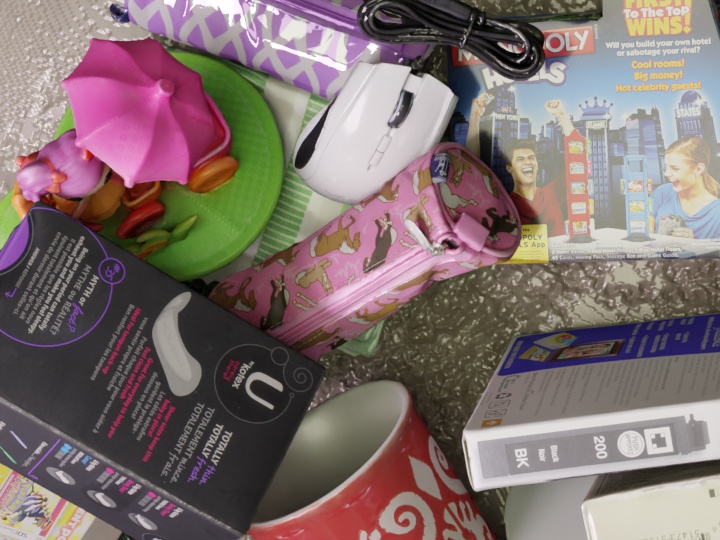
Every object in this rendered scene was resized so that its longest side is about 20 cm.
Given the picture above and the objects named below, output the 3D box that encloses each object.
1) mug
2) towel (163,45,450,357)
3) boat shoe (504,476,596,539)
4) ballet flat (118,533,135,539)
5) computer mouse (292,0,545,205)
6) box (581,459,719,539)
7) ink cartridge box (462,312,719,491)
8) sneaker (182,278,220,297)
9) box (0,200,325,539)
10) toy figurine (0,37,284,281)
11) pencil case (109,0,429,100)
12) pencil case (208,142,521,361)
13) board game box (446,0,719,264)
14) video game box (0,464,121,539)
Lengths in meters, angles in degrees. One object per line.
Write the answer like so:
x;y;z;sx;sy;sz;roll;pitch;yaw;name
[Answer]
0.018;0.185;1.551;0.133;0.177;0.200;-44;110;-23;mug
-0.060;-0.047;1.593;0.200;0.023;0.153;21;101;9;towel
0.131;0.191;1.518;0.071;0.200;0.064;-14;132;16;boat shoe
-0.136;0.195;1.625;0.074;0.074;0.200;-25;89;15;ballet flat
0.021;-0.091;1.487;0.109;0.044;0.200;17;140;-16;computer mouse
0.193;0.142;1.470;0.095;0.200;0.078;-12;95;15;box
0.174;0.070;1.466;0.200;0.198;0.043;-9;102;15;ink cartridge box
-0.129;0.045;1.601;0.200;0.085;0.078;25;58;11;sneaker
-0.142;0.070;1.455;0.200;0.106;0.122;31;64;-8;box
-0.151;-0.069;1.480;0.200;0.184;0.150;-30;78;-1;toy figurine
-0.049;-0.163;1.541;0.200;0.086;0.084;20;69;6;pencil case
0.000;0.000;1.504;0.200;0.086;0.083;-30;64;30;pencil case
0.157;-0.107;1.515;0.200;0.062;0.200;-1;97;13;board game box
-0.254;0.168;1.545;0.182;0.200;0.047;15;144;26;video game box
